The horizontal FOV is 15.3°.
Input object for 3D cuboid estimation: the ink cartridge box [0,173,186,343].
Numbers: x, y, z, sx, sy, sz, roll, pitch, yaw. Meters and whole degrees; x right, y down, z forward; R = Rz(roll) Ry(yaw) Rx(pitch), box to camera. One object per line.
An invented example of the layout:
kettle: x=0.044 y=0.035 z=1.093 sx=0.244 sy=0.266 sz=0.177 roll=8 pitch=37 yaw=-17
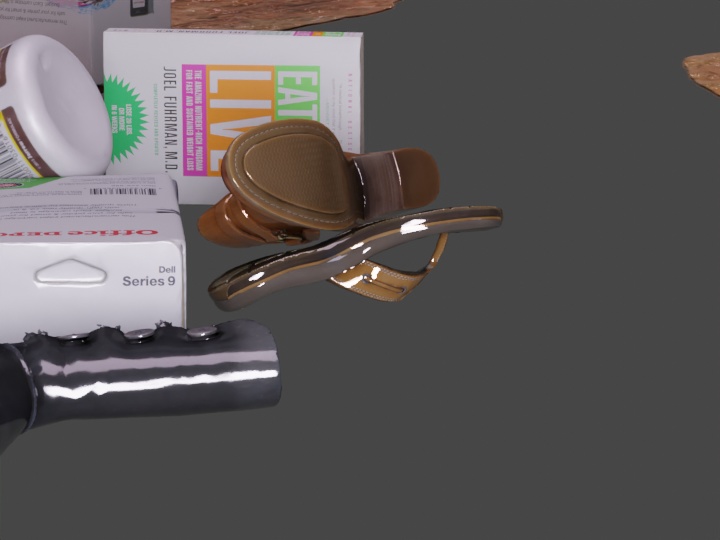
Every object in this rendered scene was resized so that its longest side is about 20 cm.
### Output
ink cartridge box: x=-0.185 y=0.000 z=1.683 sx=0.145 sy=0.085 sz=0.200 roll=-1 pitch=14 yaw=-6

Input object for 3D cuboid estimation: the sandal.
sandal: x=0.000 y=0.000 z=1.757 sx=0.199 sy=0.055 sz=0.082 roll=-19 pitch=4 yaw=-13

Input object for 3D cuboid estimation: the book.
book: x=-0.097 y=-0.119 z=2.067 sx=0.199 sy=0.135 sz=0.048 roll=1 pitch=14 yaw=5

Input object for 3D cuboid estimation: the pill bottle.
pill bottle: x=-0.276 y=-0.075 z=1.834 sx=0.199 sy=0.110 sz=0.109 roll=-24 pitch=4 yaw=22

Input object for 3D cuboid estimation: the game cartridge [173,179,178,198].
game cartridge: x=-0.196 y=-0.032 z=1.922 sx=0.132 sy=0.042 sz=0.200 roll=3 pitch=13 yaw=-5

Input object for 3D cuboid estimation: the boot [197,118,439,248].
boot: x=-0.062 y=-0.055 z=1.848 sx=0.155 sy=0.077 sz=0.199 roll=-12 pitch=-3 yaw=41

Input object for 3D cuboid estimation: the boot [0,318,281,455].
boot: x=-0.138 y=0.068 z=1.465 sx=0.199 sy=0.066 sz=0.165 roll=1 pitch=15 yaw=-15

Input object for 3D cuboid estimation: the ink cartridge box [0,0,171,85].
ink cartridge box: x=-0.283 y=-0.291 z=2.633 sx=0.146 sy=0.201 sz=0.146 roll=7 pitch=14 yaw=28
